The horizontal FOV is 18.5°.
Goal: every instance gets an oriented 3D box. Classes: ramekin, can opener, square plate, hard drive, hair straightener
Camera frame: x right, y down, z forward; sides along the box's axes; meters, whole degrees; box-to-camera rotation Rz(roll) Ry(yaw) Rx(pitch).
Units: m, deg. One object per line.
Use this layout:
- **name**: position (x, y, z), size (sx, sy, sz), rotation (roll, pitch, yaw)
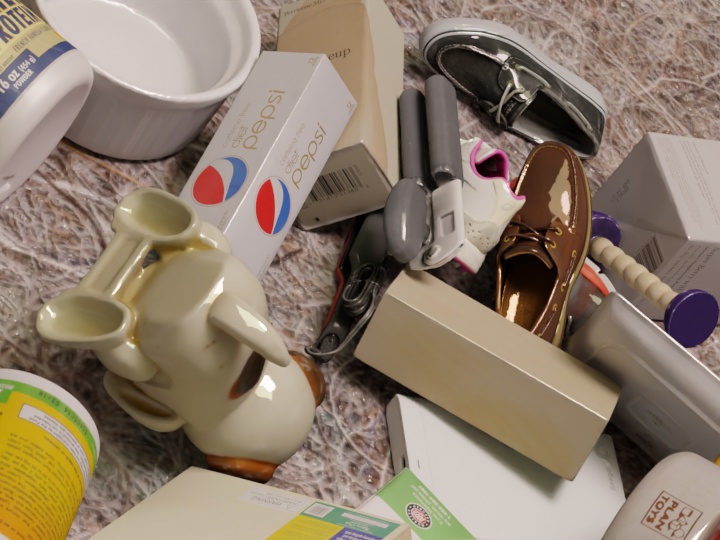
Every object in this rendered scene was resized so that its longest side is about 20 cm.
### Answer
- **ramekin**: position (-0.189, -0.186, 1.794), size (0.199, 0.098, 0.202), rotation (18, 46, -19)
- **can opener**: position (0.054, -0.083, 1.788), size (0.066, 0.052, 0.201), rotation (47, 31, -37)
- **square plate**: position (0.248, 0.114, 1.775), size (0.200, 0.198, 0.028), rotation (42, 72, 5)
- **hard drive**: position (0.120, 0.172, 1.742), size (0.198, 0.026, 0.133), rotation (12, 48, -24)
- **hair straightener**: position (0.000, 0.000, 1.773), size (0.041, 0.077, 0.201), rotation (37, 42, -7)

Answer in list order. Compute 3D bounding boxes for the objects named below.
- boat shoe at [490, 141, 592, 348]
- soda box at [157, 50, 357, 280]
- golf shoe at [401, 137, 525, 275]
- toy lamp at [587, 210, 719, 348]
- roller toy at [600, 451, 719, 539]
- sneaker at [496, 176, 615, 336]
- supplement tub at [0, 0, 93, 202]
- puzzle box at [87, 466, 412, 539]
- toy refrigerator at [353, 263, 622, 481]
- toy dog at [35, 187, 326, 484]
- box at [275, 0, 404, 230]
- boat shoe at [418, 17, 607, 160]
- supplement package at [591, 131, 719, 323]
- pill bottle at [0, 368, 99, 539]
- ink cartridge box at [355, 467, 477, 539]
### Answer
- **boat shoe**: position (0.147, -0.014, 1.823), size (0.071, 0.068, 0.202), rotation (8, 77, 14)
- **soda box**: position (-0.081, -0.076, 1.731), size (0.064, 0.068, 0.201), rotation (54, 54, -42)
- **golf shoe**: position (0.086, -0.080, 1.863), size (0.075, 0.092, 0.201), rotation (34, 20, -33)
- **toy lamp**: position (0.228, -0.001, 1.888), size (0.058, 0.059, 0.200), rotation (3, 21, -31)
- **roller toy**: position (0.241, 0.233, 1.639), size (0.139, 0.201, 0.182), rotation (29, 17, 21)
- **sneaker**: position (0.159, 0.019, 1.886), size (0.081, 0.077, 0.201), rotation (-27, 68, -16)
- **supplement tub**: position (-0.315, -0.158, 1.653), size (0.200, 0.145, 0.145), rotation (39, 42, 2)
- **puzzle box**: position (-0.080, 0.192, 1.502), size (0.199, 0.026, 0.133), rotation (11, 28, 36)
- **toy refrigerator**: position (0.100, 0.082, 1.746), size (0.199, 0.070, 0.076), rotation (30, 24, 4)
- **toy dog**: position (-0.101, 0.059, 1.584), size (0.140, 0.192, 0.201), rotation (-64, 143, -30)
- **box**: position (-0.019, -0.141, 1.855), size (0.201, 0.094, 0.078), rotation (-90, 154, -42)
- **boat shoe**: position (0.144, -0.165, 2.014), size (0.199, 0.072, 0.071), rotation (23, 40, -18)
- **supplement package**: position (0.322, -0.033, 1.983), size (0.198, 0.121, 0.121), rotation (4, 52, -30)
- **pill bottle**: position (-0.249, 0.170, 1.436), size (0.110, 0.111, 0.201), rotation (28, 43, -10)
- **ink cartridge box**: position (0.010, 0.254, 1.554), size (0.146, 0.084, 0.200), rotation (46, 44, 10)
